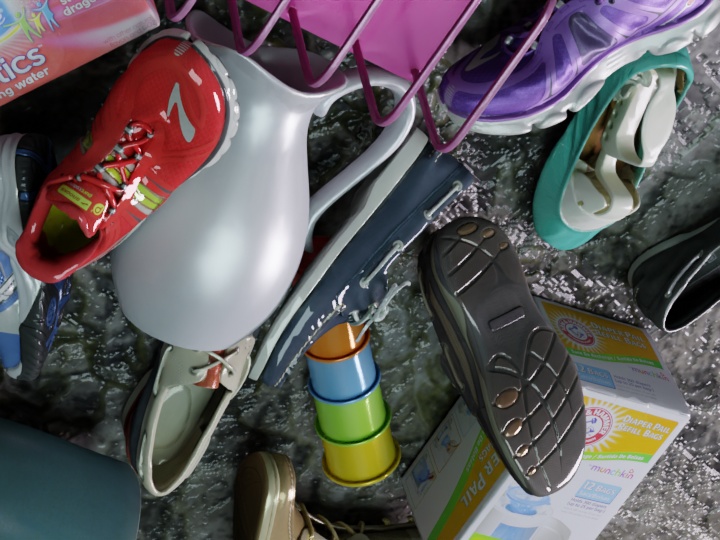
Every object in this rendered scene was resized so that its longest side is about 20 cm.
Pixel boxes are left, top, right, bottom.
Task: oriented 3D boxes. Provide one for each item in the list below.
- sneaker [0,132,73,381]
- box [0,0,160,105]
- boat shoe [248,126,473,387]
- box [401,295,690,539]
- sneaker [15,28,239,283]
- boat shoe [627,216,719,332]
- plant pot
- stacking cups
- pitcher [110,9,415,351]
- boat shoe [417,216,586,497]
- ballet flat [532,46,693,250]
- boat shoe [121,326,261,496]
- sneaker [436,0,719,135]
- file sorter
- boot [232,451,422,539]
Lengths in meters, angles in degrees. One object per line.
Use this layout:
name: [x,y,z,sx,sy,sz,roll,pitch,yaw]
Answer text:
sneaker: [-0.232,-0.012,1.360,0.077,0.076,0.200,7,130,7]
box: [-0.230,-0.157,1.211,0.200,0.095,0.103,-26,131,4]
boat shoe: [0.000,0.000,1.386,0.062,0.075,0.200,37,76,-7]
box: [0.134,0.133,1.564,0.112,0.101,0.200,17,122,-29]
sneaker: [-0.139,-0.057,1.230,0.077,0.085,0.200,40,130,0]
boat shoe: [0.286,-0.022,1.513,0.200,0.057,0.067,-34,130,12]
plant pot: [-0.271,0.186,1.426,0.161,0.201,0.201,30,115,-23]
stacking cups: [-0.019,0.063,1.493,0.060,0.061,0.200,-17,127,-3]
pitcher: [-0.063,-0.050,1.344,0.171,0.121,0.200,10,114,-27]
boat shoe: [0.097,0.059,1.461,0.074,0.073,0.200,-19,92,-22]
ballet flat: [0.169,-0.079,1.420,0.067,0.070,0.200,4,127,-21]
boat shoe: [-0.112,0.067,1.458,0.071,0.063,0.200,14,122,-25]
sneaker: [0.133,-0.161,1.336,0.200,0.081,0.083,-31,139,-3]
file sorter: [-0.003,-0.177,1.230,0.200,0.125,0.139,24,118,-23]
boot: [-0.016,0.204,1.591,0.155,0.073,0.200,-5,133,-10]
